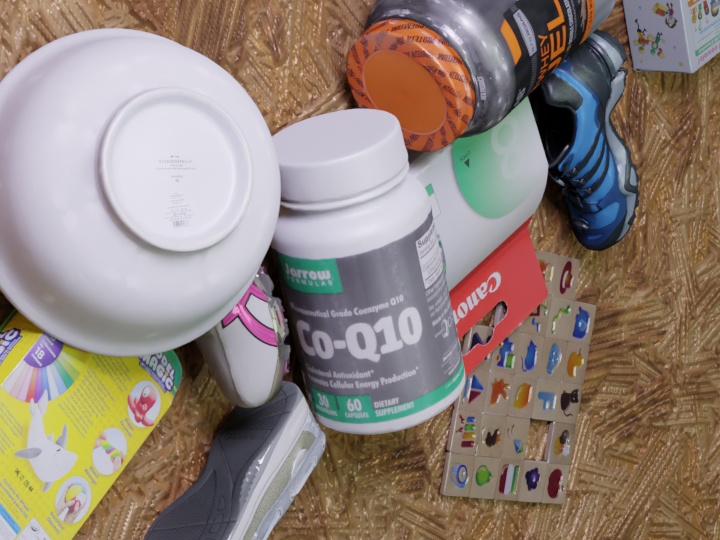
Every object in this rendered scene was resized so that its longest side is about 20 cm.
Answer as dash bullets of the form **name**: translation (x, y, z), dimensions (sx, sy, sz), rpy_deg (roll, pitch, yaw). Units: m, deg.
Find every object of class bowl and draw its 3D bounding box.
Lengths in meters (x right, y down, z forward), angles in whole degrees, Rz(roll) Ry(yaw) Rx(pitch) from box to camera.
- **bowl**: translation (-0.124, -0.053, 1.289), dimensions (0.200, 0.090, 0.202), rpy_deg (4, 81, -27)

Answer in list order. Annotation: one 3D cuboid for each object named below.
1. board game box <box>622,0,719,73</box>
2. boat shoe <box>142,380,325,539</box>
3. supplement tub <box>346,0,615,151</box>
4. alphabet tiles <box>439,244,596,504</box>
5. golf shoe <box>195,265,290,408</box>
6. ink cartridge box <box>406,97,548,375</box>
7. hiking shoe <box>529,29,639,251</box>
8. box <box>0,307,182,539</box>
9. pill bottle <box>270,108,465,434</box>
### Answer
- **board game box**: translation (0.272, -0.282, 1.803), dimensions (0.147, 0.064, 0.201), rpy_deg (-34, 120, -41)
- **boat shoe**: translation (-0.084, 0.166, 1.450), dimensions (0.065, 0.074, 0.202), rpy_deg (55, 49, -34)
- **supplement tub**: translation (0.086, -0.176, 1.552), dimensions (0.200, 0.122, 0.123), rpy_deg (-44, 128, -36)
- **alphabet tiles**: translation (0.130, 0.083, 1.741), dimensions (0.167, 0.008, 0.201), rpy_deg (11, 87, -50)
- **golf shoe**: translation (-0.110, 0.003, 1.395), dimensions (0.092, 0.073, 0.201), rpy_deg (-30, 109, -34)
- **ink cartridge box**: translation (0.085, -0.017, 1.629), dimensions (0.161, 0.050, 0.200), rpy_deg (-41, 123, -33)
- **hiking shoe**: translation (0.161, -0.092, 1.695), dimensions (0.087, 0.074, 0.200), rpy_deg (-35, 132, -29)
- **box**: translation (-0.193, 0.093, 1.325), dimensions (0.200, 0.048, 0.117), rpy_deg (-52, 131, -28)
- **pill bottle**: translation (0.000, 0.000, 1.488), dimensions (0.113, 0.113, 0.201), rpy_deg (-36, 122, -41)
